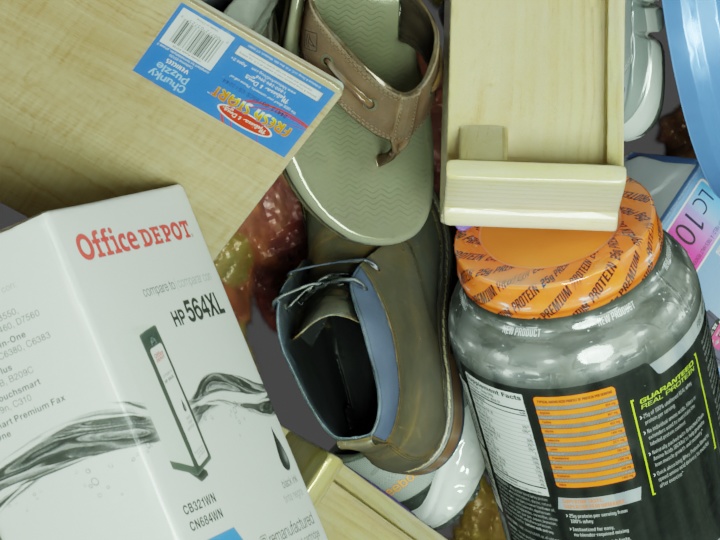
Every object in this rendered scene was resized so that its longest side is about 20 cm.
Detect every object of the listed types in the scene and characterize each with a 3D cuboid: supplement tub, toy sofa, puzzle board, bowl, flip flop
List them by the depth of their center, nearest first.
[{"bbox_3d":[-0.129,-0.083,1.208,0.200,0.017,0.151,29,126,-15],"label":"puzzle board"},{"bbox_3d":[0.007,-0.105,1.212,0.081,0.058,0.200,-6,110,-26],"label":"flip flop"},{"bbox_3d":[0.080,-0.118,1.225,0.083,0.098,0.200,2,75,1],"label":"toy sofa"},{"bbox_3d":[0.113,0.058,1.285,0.122,0.122,0.200,-30,126,-20],"label":"supplement tub"},{"bbox_3d":[0.011,0.162,1.334,0.200,0.098,0.083,37,83,-26],"label":"toy sofa"},{"bbox_3d":[0.189,-0.137,1.346,0.039,0.201,0.201,-7,105,18],"label":"bowl"}]

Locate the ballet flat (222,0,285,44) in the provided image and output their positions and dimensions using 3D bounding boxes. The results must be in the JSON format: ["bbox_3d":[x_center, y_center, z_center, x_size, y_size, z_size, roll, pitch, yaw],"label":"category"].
[{"bbox_3d":[-0.024,-0.117,1.263,0.069,0.069,0.200,33,86,-27],"label":"ballet flat"}]

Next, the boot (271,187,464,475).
[{"bbox_3d":[0.000,0.000,1.288,0.075,0.097,0.200,-17,81,17],"label":"boot"}]

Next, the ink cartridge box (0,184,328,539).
[{"bbox_3d":[-0.102,0.071,1.170,0.084,0.146,0.200,-23,88,21],"label":"ink cartridge box"}]

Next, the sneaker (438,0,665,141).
[{"bbox_3d":[0.095,-0.160,1.355,0.115,0.075,0.200,-7,100,-22],"label":"sneaker"}]

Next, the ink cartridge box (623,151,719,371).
[{"bbox_3d":[0.192,0.048,1.436,0.200,0.076,0.137,40,79,-28],"label":"ink cartridge box"}]

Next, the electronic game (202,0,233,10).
[{"bbox_3d":[-0.078,-0.164,1.281,0.200,0.042,0.200,-5,100,-27],"label":"electronic game"}]

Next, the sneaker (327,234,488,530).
[{"bbox_3d":[0.045,0.030,1.358,0.079,0.074,0.200,22,88,-23],"label":"sneaker"}]
